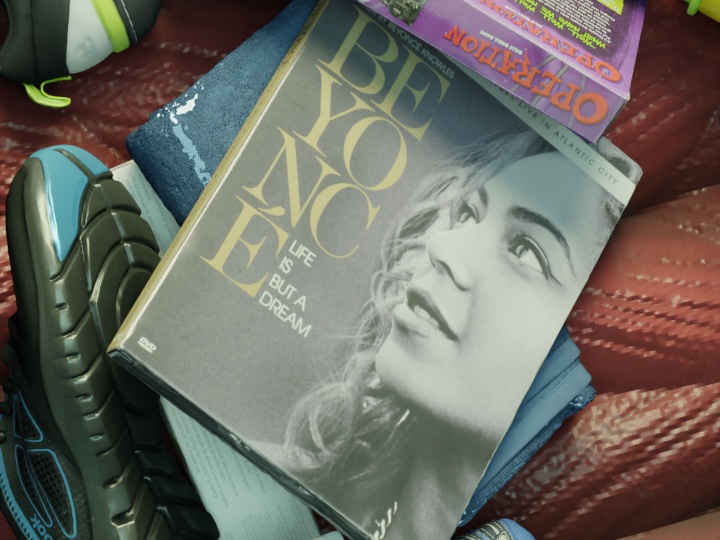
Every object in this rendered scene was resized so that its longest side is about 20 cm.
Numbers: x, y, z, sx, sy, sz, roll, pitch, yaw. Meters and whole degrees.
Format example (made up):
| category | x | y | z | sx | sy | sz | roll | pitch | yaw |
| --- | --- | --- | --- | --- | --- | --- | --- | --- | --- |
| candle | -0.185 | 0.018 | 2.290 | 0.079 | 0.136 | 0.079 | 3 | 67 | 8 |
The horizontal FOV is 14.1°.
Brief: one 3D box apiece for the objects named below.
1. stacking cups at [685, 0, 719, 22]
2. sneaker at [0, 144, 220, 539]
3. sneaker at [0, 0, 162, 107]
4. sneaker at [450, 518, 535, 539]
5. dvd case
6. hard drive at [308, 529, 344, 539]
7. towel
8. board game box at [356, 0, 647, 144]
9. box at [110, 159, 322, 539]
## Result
| category | x | y | z | sx | sy | sz | roll | pitch | yaw |
| --- | --- | --- | --- | --- | --- | --- | --- | --- | --- |
| stacking cups | 0.090 | -0.153 | 1.127 | 0.200 | 0.061 | 0.061 | 30 | 86 | 2 |
| sneaker | -0.113 | 0.053 | 1.098 | 0.082 | 0.073 | 0.201 | -2 | 104 | 31 |
| sneaker | -0.154 | -0.156 | 1.113 | 0.083 | 0.072 | 0.200 | -31 | 93 | -4 |
| sneaker | 0.079 | 0.185 | 1.138 | 0.085 | 0.077 | 0.200 | -35 | 110 | -24 |
| dvd case | 0.011 | -0.005 | 1.100 | 0.149 | 0.016 | 0.200 | 38 | 62 | -16 |
| hard drive | -0.088 | 0.183 | 1.095 | 0.199 | 0.027 | 0.132 | -20 | 131 | -11 |
| towel | 0.000 | 0.000 | 1.130 | 0.112 | 0.049 | 0.200 | -40 | 99 | -32 |
| board game box | 0.018 | -0.132 | 1.115 | 0.200 | 0.120 | 0.032 | 31 | 115 | -6 |
| box | -0.058 | 0.053 | 1.141 | 0.041 | 0.039 | 0.200 | -24 | 93 | -8 |
